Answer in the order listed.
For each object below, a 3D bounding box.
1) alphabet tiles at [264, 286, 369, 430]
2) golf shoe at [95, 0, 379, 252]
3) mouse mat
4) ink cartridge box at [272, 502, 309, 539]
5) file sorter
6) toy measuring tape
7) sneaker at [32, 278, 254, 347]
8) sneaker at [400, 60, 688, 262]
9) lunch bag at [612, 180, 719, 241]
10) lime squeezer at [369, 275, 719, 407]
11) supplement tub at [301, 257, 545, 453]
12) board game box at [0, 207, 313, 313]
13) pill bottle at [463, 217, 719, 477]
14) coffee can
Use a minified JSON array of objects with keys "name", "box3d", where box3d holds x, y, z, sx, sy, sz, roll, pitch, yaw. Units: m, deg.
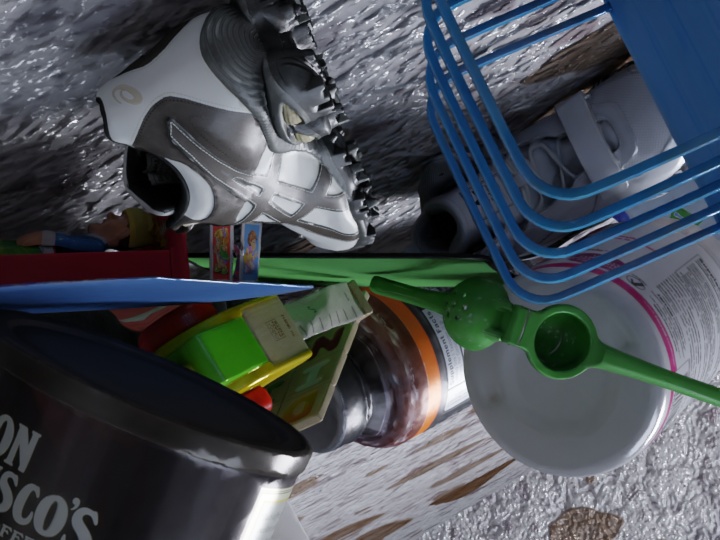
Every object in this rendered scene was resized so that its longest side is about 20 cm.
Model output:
[{"name":"alphabet tiles","box3d":[-0.077,0.077,0.994,0.166,0.006,0.200,-25,-159,24]},{"name":"golf shoe","box3d":[-0.049,-0.051,0.706,0.094,0.078,0.200,-22,158,2]},{"name":"mouse mat","box3d":[0.000,0.000,0.925,0.161,0.008,0.200,0,175,11]},{"name":"ink cartridge box","box3d":[-0.112,0.183,1.153,0.086,0.200,0.148,-17,163,-38]},{"name":"file sorter","box3d":[0.101,-0.078,0.748,0.123,0.139,0.200,-24,166,-3]},{"name":"toy measuring tape","box3d":[-0.061,0.044,0.875,0.074,0.074,0.200,-35,175,25]},{"name":"sneaker","box3d":[-0.138,0.051,0.894,0.200,0.074,0.087,-5,175,-43]},{"name":"sneaker","box3d":[0.109,-0.054,0.977,0.115,0.075,0.200,-18,167,-45]},{"name":"lunch bag","box3d":[0.282,-0.047,1.265,0.170,0.124,0.200,-30,180,10]},{"name":"lime squeezer","box3d":[0.083,0.035,0.851,0.038,0.200,0.071,-65,157,-18]},{"name":"supplement tub","box3d":[0.034,0.046,1.098,0.200,0.107,0.107,-25,167,-39]},{"name":"board game box","box3d":[-0.120,-0.006,0.734,0.158,0.039,0.200,-5,176,25]},{"name":"pill bottle","box3d":[0.145,0.034,0.976,0.113,0.113,0.200,-35,175,28]},{"name":"coffee can","box3d":[-0.124,0.136,0.711,0.200,0.146,0.146,-67,161,3]}]
